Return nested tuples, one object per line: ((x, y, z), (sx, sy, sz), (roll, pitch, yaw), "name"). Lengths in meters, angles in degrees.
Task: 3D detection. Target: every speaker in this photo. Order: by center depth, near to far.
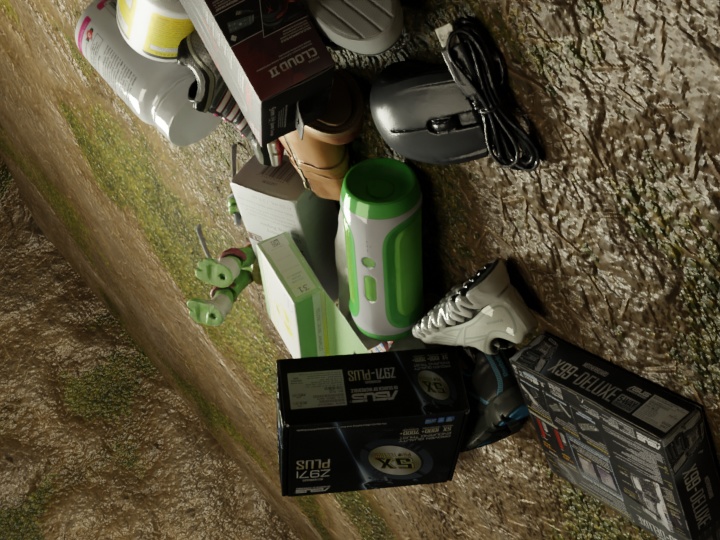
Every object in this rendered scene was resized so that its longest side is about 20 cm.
((0.025, -0.018, 1.123), (0.088, 0.088, 0.200), (40, 150, 35), "speaker")

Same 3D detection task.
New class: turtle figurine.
((-0.185, -0.026, 1.447), (0.144, 0.194, 0.200), (-33, 102, 31), "turtle figurine")

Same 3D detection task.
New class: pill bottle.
((-0.199, -0.307, 1.147), (0.111, 0.111, 0.200), (55, 161, -2), "pill bottle")
((-0.266, -0.259, 1.381), (0.200, 0.113, 0.113), (48, 160, 19), "pill bottle")

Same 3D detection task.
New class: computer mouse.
((0.058, -0.136, 0.920), (0.139, 0.053, 0.200), (60, 160, -18), "computer mouse")

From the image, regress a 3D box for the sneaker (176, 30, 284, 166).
((-0.143, -0.193, 1.197), (0.200, 0.087, 0.074), (66, -159, -46), "sneaker")

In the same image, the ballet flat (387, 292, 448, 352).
((0.055, 0.113, 1.249), (0.068, 0.072, 0.200), (40, 142, 23), "ballet flat")

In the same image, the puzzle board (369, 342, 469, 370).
((0.059, 0.104, 1.314), (0.200, 0.017, 0.151), (53, 145, 5), "puzzle board")

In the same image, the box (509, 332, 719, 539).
((0.239, 0.161, 0.999), (0.200, 0.050, 0.158), (26, 147, 54), "box")

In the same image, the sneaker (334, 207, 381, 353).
((0.000, 0.000, 1.251), (0.089, 0.075, 0.200), (50, 145, 48), "sneaker")

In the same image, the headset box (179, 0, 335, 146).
((-0.094, -0.209, 0.948), (0.200, 0.075, 0.149), (61, 172, 4), "headset box")

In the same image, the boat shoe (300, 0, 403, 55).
((-0.017, -0.229, 0.938), (0.200, 0.072, 0.071), (51, 172, 44), "boat shoe")

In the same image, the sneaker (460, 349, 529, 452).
((0.142, 0.145, 1.197), (0.082, 0.073, 0.200), (66, 159, 18), "sneaker")

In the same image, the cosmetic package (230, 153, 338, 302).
((-0.081, -0.048, 1.330), (0.102, 0.074, 0.200), (19, 144, 29), "cosmetic package")

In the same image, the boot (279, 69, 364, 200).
((-0.038, -0.129, 1.117), (0.200, 0.077, 0.155), (33, 151, 49), "boot")

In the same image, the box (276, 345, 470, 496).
((0.008, 0.169, 1.189), (0.164, 0.200, 0.086), (96, 168, -52), "box")

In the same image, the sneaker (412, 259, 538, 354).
((0.113, 0.054, 1.093), (0.081, 0.075, 0.200), (46, 161, -2), "sneaker")

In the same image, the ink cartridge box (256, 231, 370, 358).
((-0.055, 0.071, 1.265), (0.200, 0.048, 0.146), (57, 162, 33), "ink cartridge box")
